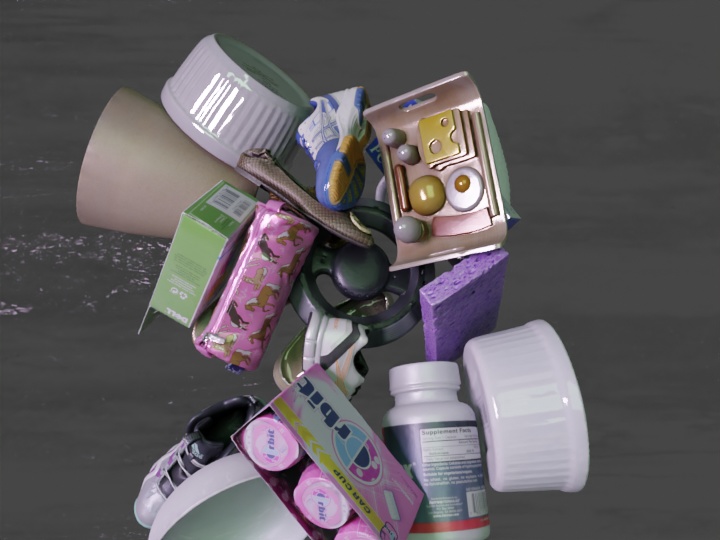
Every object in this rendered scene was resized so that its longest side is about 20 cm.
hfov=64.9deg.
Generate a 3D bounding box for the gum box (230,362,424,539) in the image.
[{"bbox_3d":[-0.025,0.209,0.586,0.066,0.113,0.200,-42,86,22],"label":"gum box"}]

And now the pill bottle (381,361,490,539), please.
[{"bbox_3d":[0.086,0.220,0.693,0.118,0.120,0.202,-3,71,-5],"label":"pill bottle"}]

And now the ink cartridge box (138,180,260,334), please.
[{"bbox_3d":[-0.199,-0.002,0.700,0.059,0.201,0.104,30,31,-4],"label":"ink cartridge box"}]

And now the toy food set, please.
[{"bbox_3d":[0.080,-0.110,0.657,0.142,0.060,0.202,-13,85,32],"label":"toy food set"}]

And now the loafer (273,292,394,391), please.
[{"bbox_3d":[-0.035,0.084,0.756,0.200,0.068,0.076,-41,78,-15],"label":"loafer"}]

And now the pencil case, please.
[{"bbox_3d":[-0.121,0.017,0.668,0.082,0.087,0.201,25,92,-9],"label":"pencil case"}]

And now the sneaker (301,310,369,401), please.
[{"bbox_3d":[-0.033,0.146,0.685,0.079,0.202,0.074,6,27,-1],"label":"sneaker"}]

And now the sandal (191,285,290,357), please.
[{"bbox_3d":[-0.144,0.042,0.767,0.080,0.054,0.200,45,64,3],"label":"sandal"}]

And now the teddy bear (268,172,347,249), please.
[{"bbox_3d":[-0.067,-0.067,0.779,0.199,0.067,0.146,-25,76,-29],"label":"teddy bear"}]

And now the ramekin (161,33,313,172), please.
[{"bbox_3d":[-0.156,-0.228,0.773,0.200,0.200,0.105,45,111,11],"label":"ramekin"}]

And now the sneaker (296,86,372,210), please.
[{"bbox_3d":[-0.039,-0.147,0.703,0.087,0.076,0.201,-2,48,14],"label":"sneaker"}]

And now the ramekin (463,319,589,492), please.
[{"bbox_3d":[0.188,0.165,0.681,0.097,0.201,0.202,-8,72,1],"label":"ramekin"}]

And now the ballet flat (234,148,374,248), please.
[{"bbox_3d":[-0.064,-0.091,0.694,0.199,0.067,0.047,33,90,7],"label":"ballet flat"}]

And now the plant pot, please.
[{"bbox_3d":[-0.242,-0.117,0.765,0.198,0.187,0.189,20,71,-11],"label":"plant pot"}]

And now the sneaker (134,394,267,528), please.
[{"bbox_3d":[-0.195,0.216,0.662,0.078,0.140,0.200,40,72,11],"label":"sneaker"}]

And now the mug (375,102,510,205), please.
[{"bbox_3d":[0.113,-0.115,0.807,0.198,0.147,0.177,-19,80,21],"label":"mug"}]

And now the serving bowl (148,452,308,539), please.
[{"bbox_3d":[-0.141,0.270,0.638,0.199,0.201,0.066,-26,44,-12],"label":"serving bowl"}]

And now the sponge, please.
[{"bbox_3d":[0.129,0.052,0.712,0.111,0.201,0.030,-34,60,-12],"label":"sponge"}]

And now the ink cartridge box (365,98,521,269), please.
[{"bbox_3d":[0.098,-0.110,0.708,0.094,0.044,0.201,-44,69,27],"label":"ink cartridge box"}]

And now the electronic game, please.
[{"bbox_3d":[0.000,0.000,0.732,0.198,0.042,0.202,3,73,-8],"label":"electronic game"}]
